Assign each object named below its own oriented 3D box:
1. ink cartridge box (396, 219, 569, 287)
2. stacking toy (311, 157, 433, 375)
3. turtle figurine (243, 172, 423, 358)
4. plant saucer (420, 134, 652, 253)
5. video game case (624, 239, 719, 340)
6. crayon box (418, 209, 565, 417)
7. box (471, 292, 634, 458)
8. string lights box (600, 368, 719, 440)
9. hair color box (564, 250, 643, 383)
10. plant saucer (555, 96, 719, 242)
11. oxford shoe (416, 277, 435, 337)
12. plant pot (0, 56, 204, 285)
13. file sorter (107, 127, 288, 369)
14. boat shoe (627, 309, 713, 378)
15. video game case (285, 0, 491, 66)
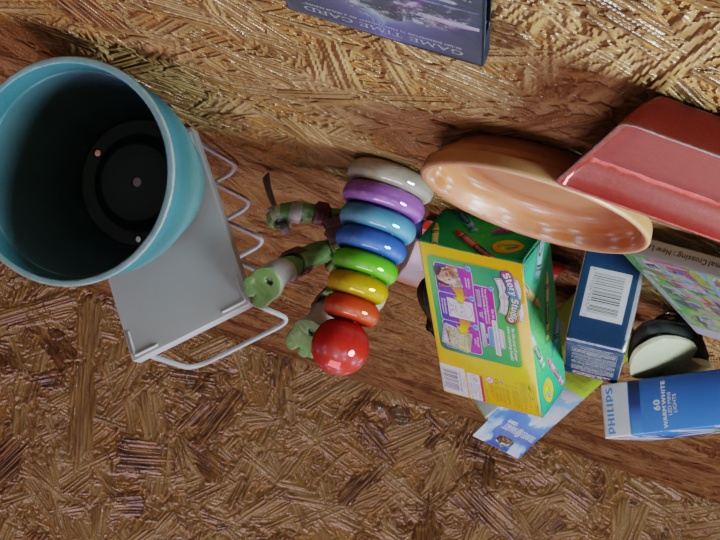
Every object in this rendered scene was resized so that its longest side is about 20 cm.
[{"bbox_3d":[0.129,0.004,1.695,0.161,0.050,0.200,19,173,-2],"label":"ink cartridge box"},{"bbox_3d":[0.000,0.000,1.458,0.085,0.201,0.085,18,170,3],"label":"stacking toy"},{"bbox_3d":[-0.045,0.004,1.572,0.199,0.194,0.145,4,120,31],"label":"turtle figurine"},{"bbox_3d":[0.149,-0.066,1.302,0.199,0.038,0.200,19,170,3],"label":"plant saucer"},{"bbox_3d":[0.346,0.036,1.392,0.182,0.022,0.200,19,167,39],"label":"video game case"},{"bbox_3d":[0.134,0.044,1.568,0.118,0.058,0.201,13,132,30],"label":"crayon box"},{"bbox_3d":[0.214,0.119,1.758,0.122,0.200,0.048,31,-161,-51],"label":"box"},{"bbox_3d":[0.357,0.134,1.590,0.199,0.059,0.103,-13,166,39],"label":"string lights box"},{"bbox_3d":[0.242,0.045,1.552,0.060,0.101,0.200,13,170,9],"label":"hair color box"},{"bbox_3d":[0.257,-0.064,1.110,0.199,0.037,0.200,18,170,-3],"label":"plant saucer"},{"bbox_3d":[0.099,0.054,1.708,0.084,0.073,0.200,9,161,30],"label":"oxford shoe"},{"bbox_3d":[-0.235,-0.087,1.457,0.199,0.201,0.188,16,-176,13],"label":"plant pot"},{"bbox_3d":[-0.174,-0.015,1.607,0.138,0.201,0.124,-26,158,16],"label":"file sorter"},{"bbox_3d":[0.318,0.077,1.633,0.073,0.063,0.201,-24,161,19],"label":"boat shoe"},{"bbox_3d":[0.011,-0.184,0.960,0.142,0.019,0.200,18,171,7],"label":"video game case"}]
